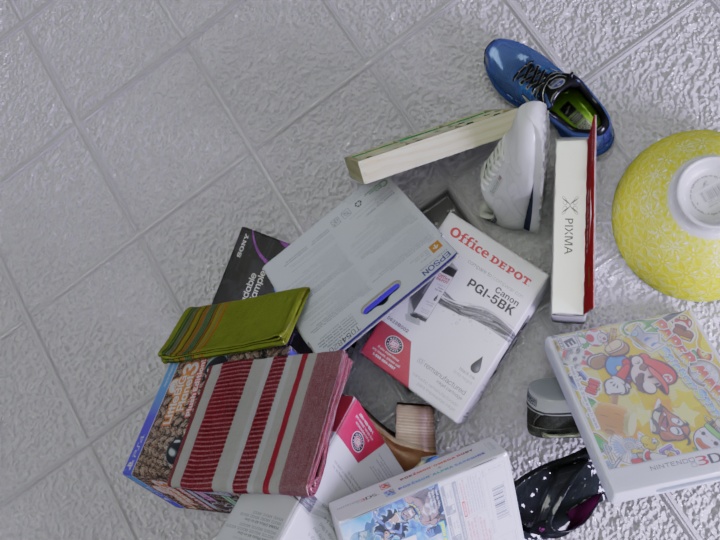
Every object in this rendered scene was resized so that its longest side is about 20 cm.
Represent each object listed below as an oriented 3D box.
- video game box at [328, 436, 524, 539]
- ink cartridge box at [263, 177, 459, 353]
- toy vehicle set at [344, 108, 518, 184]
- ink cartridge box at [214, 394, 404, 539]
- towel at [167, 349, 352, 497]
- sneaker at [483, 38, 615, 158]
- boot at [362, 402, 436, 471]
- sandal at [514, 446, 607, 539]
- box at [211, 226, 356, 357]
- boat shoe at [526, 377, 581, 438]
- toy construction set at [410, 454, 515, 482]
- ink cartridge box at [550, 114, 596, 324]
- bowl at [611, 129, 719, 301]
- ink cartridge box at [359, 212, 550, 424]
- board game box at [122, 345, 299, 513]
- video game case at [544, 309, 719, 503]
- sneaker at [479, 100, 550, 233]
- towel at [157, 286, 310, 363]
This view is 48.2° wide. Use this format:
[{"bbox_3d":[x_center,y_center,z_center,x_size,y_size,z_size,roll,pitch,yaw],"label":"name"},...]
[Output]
[{"bbox_3d":[0.076,0.291,0.798,0.179,0.047,0.204,-18,107,-16],"label":"video game box"},{"bbox_3d":[0.000,0.000,0.942,0.198,0.041,0.201,-38,43,1],"label":"ink cartridge box"},{"bbox_3d":[0.083,-0.151,0.965,0.196,0.124,0.027,-19,102,-6],"label":"toy vehicle set"},{"bbox_3d":[-0.047,0.249,0.814,0.082,0.147,0.202,1,45,37],"label":"ink cartridge box"},{"bbox_3d":[-0.103,0.155,0.813,0.197,0.023,0.146,-10,51,37],"label":"towel"},{"bbox_3d":[0.233,-0.223,0.984,0.199,0.089,0.079,42,89,16],"label":"sneaker"},{"bbox_3d":[-0.005,0.235,0.967,0.195,0.077,0.159,4,84,6],"label":"boot"},{"bbox_3d":[0.225,0.235,0.855,0.198,0.048,0.076,-30,101,-6],"label":"sandal"},{"bbox_3d":[-0.091,0.044,1.035,0.196,0.036,0.146,20,84,17],"label":"box"},{"bbox_3d":[0.286,0.159,0.917,0.195,0.071,0.065,-1,112,4],"label":"boat shoe"},{"bbox_3d":[0.131,0.296,0.899,0.129,0.092,0.205,-14,93,-24],"label":"toy construction set"},{"bbox_3d":[0.236,-0.049,0.899,0.044,0.176,0.205,1,82,14],"label":"ink cartridge box"},{"bbox_3d":[0.390,-0.074,0.911,0.195,0.108,0.205,-2,79,12],"label":"bowl"},{"bbox_3d":[0.114,0.056,0.960,0.145,0.083,0.202,32,88,17],"label":"ink cartridge box"},{"bbox_3d":[-0.149,0.183,0.924,0.197,0.097,0.162,-8,51,36],"label":"board game box"},{"bbox_3d":[0.314,0.137,0.861,0.178,0.023,0.202,-10,46,-5],"label":"video game case"},{"bbox_3d":[0.175,-0.113,0.922,0.079,0.202,0.078,12,58,15],"label":"sneaker"},{"bbox_3d":[-0.152,0.063,0.951,0.197,0.018,0.087,-11,41,33],"label":"towel"}]
